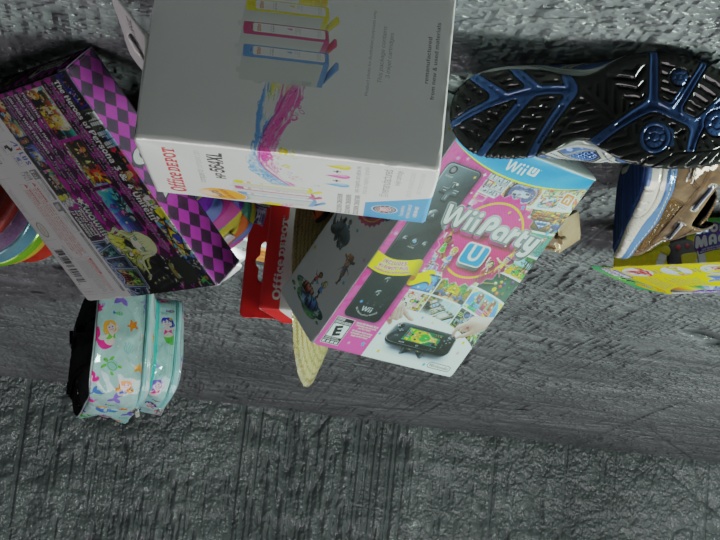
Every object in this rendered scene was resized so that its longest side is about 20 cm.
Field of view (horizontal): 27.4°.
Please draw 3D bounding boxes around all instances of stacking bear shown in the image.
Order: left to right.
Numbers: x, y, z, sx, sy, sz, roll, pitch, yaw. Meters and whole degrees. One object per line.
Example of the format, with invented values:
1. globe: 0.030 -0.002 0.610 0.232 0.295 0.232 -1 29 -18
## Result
1. stacking bear: -0.326 -0.057 1.349 0.120 0.115 0.200 4 172 9

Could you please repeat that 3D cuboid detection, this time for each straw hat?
1. straw hat: 0.000 0.000 1.226 0.084 0.203 0.201 2 168 8

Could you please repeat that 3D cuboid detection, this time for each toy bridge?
1. toy bridge: 0.085 -0.041 1.214 0.199 0.027 0.067 14 -149 41

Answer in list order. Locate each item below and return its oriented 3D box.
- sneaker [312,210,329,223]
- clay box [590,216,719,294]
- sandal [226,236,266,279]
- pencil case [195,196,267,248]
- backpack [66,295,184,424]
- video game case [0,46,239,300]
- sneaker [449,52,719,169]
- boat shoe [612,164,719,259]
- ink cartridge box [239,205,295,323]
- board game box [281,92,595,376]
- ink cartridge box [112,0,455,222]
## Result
1. sneaker: 0.051 -0.060 1.164 0.199 0.091 0.070 10 168 -16
2. clay box: 0.321 -0.013 1.348 0.199 0.048 0.115 -1 166 38
3. sandal: -0.138 -0.012 1.562 0.206 0.060 0.079 14 165 -33
4. pencil case: -0.142 -0.069 1.242 0.088 0.089 0.200 4 167 11
5. backpack: -0.301 0.097 1.884 0.149 0.179 0.200 5 158 -8
6. video game case: -0.209 -0.066 1.139 0.181 0.036 0.201 -7 124 47
7. sneaker: 0.160 -0.108 0.973 0.198 0.076 0.077 5 -170 6
8. boat shoe: 0.240 -0.051 1.152 0.072 0.073 0.200 4 168 2
9. ink cartridge box: -0.024 -0.011 1.369 0.198 0.117 0.067 2 168 16
10. board game box: 0.057 -0.025 1.103 0.147 0.201 0.064 15 -152 -40
11. ink cartridge box: -0.049 -0.112 0.886 0.198 0.126 0.129 6 168 0
